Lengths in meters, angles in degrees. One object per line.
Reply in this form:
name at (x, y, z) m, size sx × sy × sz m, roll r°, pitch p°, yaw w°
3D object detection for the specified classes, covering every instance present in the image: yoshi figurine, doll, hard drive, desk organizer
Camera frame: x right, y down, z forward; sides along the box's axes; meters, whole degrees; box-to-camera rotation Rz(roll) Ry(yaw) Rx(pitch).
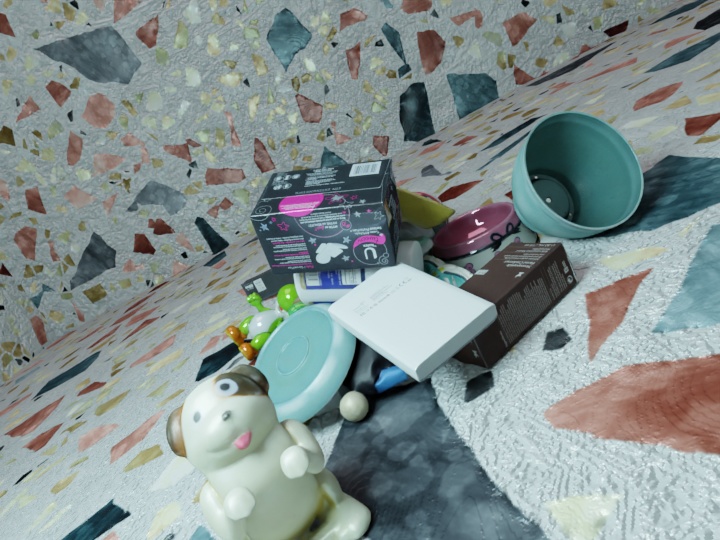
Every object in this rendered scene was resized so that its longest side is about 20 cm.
yoshi figurine at (-0.191, 0.095, 1.127) m, size 0.199 × 0.113 × 0.112 m, roll -38°, pitch 19°, yaw -17°
doll at (0.024, 0.116, 0.736) m, size 0.135 × 0.049 × 0.201 m, roll 11°, pitch 60°, yaw 30°
hard drive at (0.060, 0.055, 0.683) m, size 0.131 × 0.027 × 0.199 m, roll -35°, pitch 32°, yaw -20°
desk organizer at (-0.236, 0.018, 1.507) m, size 0.198 × 0.072 × 0.077 m, roll -25°, pitch 15°, yaw 14°

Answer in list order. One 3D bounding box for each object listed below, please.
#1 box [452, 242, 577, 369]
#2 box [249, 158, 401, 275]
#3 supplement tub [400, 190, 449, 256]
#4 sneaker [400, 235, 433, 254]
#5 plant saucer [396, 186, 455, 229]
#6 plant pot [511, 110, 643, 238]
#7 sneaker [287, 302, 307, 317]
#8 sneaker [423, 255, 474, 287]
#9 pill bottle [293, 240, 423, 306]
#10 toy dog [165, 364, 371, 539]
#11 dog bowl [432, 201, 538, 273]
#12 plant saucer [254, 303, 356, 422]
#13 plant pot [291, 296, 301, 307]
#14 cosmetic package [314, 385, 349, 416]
box at (0.196, 0.041, 0.729) m, size 0.199 × 0.075 × 0.100 m, roll -39°, pitch 20°, yaw -23°
box at (-0.044, -0.080, 0.797) m, size 0.198 × 0.116 × 0.133 m, roll -4°, pitch 39°, yaw 13°
supplement tub at (0.102, -0.072, 1.090) m, size 0.139 × 0.141 × 0.200 m, roll -20°, pitch 19°, yaw 28°
sneaker at (0.028, -0.061, 0.959) m, size 0.199 × 0.119 × 0.074 m, roll -12°, pitch 17°, yaw 28°
plant saucer at (0.055, -0.126, 0.926) m, size 0.200 × 0.198 × 0.049 m, roll -88°, pitch 19°, yaw -79°
plant pot at (0.333, -0.136, 0.861) m, size 0.199 × 0.201 × 0.134 m, roll -34°, pitch -10°, yaw -18°
sneaker at (-0.107, 0.097, 0.932) m, size 0.073 × 0.084 × 0.200 m, roll -15°, pitch -11°, yaw -15°
sneaker at (0.128, 0.028, 0.881) m, size 0.080 × 0.078 × 0.200 m, roll -42°, pitch 19°, yaw -11°
pill bottle at (0.000, 0.000, 0.873) m, size 0.198 × 0.121 × 0.120 m, roll -1°, pitch 26°, yaw 19°
toy dog at (-0.105, 0.196, 0.543) m, size 0.139 × 0.201 × 0.194 m, roll -31°, pitch 17°, yaw -11°
dog bowl at (0.220, -0.055, 0.966) m, size 0.199 × 0.074 × 0.200 m, roll -26°, pitch 17°, yaw 8°
plant saucer at (-0.093, 0.129, 0.766) m, size 0.199 × 0.027 × 0.201 m, roll -29°, pitch 39°, yaw 26°
plant pot at (-0.051, 0.044, 1.061) m, size 0.198 × 0.028 × 0.200 m, roll -18°, pitch -5°, yaw -2°
cosmetic package at (-0.104, 0.184, 0.844) m, size 0.198 × 0.052 × 0.151 m, roll -24°, pitch 14°, yaw 18°
